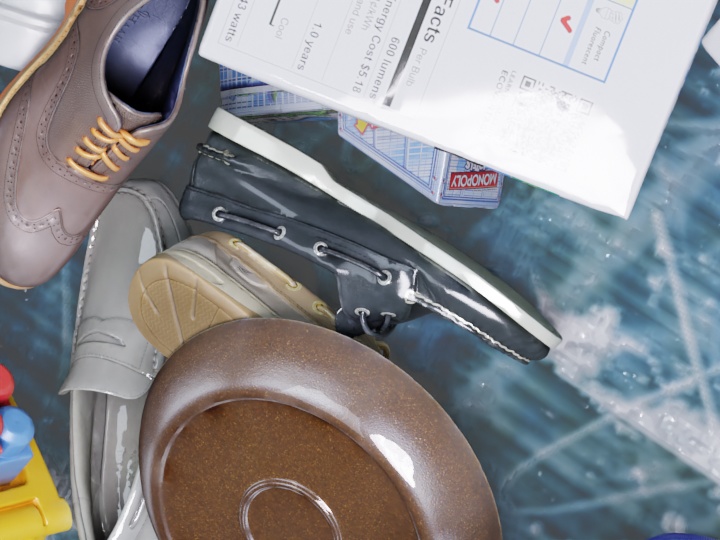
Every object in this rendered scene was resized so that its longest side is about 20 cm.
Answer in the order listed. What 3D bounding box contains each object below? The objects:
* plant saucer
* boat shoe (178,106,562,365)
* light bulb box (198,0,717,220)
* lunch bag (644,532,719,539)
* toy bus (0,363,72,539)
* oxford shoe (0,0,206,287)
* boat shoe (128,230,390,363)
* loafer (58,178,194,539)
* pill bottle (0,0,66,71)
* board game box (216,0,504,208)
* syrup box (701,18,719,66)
[{"bbox_3d":[-0.027,0.118,1.395,0.200,0.032,0.201,14,122,23],"label":"plant saucer"},{"bbox_3d":[-0.001,0.000,1.379,0.199,0.075,0.066,33,92,6],"label":"boat shoe"},{"bbox_3d":[0.059,-0.149,1.277,0.200,0.125,0.199,22,96,1],"label":"light bulb box"},{"bbox_3d":[0.121,0.183,1.261,0.200,0.170,0.128,-27,78,31],"label":"lunch bag"},{"bbox_3d":[-0.237,0.083,1.496,0.200,0.136,0.192,61,139,21],"label":"toy bus"},{"bbox_3d":[-0.134,-0.073,1.426,0.200,0.071,0.073,-65,28,17],"label":"oxford shoe"},{"bbox_3d":[-0.018,0.050,1.414,0.200,0.069,0.074,42,130,4],"label":"boat shoe"},{"bbox_3d":[-0.118,0.052,1.484,0.070,0.070,0.201,-6,86,34],"label":"loafer"},{"bbox_3d":[-0.144,-0.202,1.481,0.111,0.111,0.200,22,102,32],"label":"pill bottle"},{"bbox_3d":[0.006,-0.128,1.408,0.200,0.062,0.200,-3,87,34],"label":"board game box"},{"bbox_3d":[0.245,-0.056,1.234,0.079,0.081,0.200,-49,66,22],"label":"syrup box"}]
